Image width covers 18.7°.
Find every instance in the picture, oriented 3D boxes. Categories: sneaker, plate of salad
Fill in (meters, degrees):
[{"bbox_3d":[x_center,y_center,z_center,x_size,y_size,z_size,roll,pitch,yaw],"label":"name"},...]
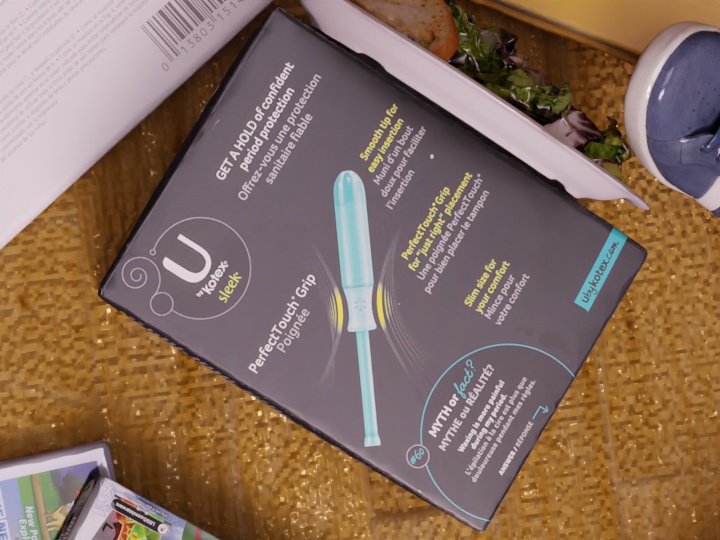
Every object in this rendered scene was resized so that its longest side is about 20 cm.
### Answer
[{"bbox_3d":[0.195,-0.044,1.001,0.200,0.084,0.075,37,85,-46],"label":"sneaker"},{"bbox_3d":[0.049,-0.090,0.970,0.200,0.200,0.048,32,93,-7],"label":"plate of salad"}]

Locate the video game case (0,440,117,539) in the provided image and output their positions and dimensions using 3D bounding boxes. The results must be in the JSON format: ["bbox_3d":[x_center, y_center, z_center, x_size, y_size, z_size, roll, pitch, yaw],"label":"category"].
[{"bbox_3d":[-0.188,0.196,1.028,0.181,0.022,0.201,-11,91,-8],"label":"video game case"}]

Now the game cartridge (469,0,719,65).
[{"bbox_3d":[0.129,-0.207,1.047,0.176,0.032,0.201,22,85,7],"label":"game cartridge"}]

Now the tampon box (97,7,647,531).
[{"bbox_3d":[0.000,0.000,1.001,0.199,0.126,0.150,33,86,-6],"label":"tampon box"}]

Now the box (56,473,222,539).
[{"bbox_3d":[-0.069,0.201,1.018,0.199,0.040,0.137,31,79,-14],"label":"box"}]

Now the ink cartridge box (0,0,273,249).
[{"bbox_3d":[-0.167,-0.130,1.017,0.200,0.045,0.176,-42,97,-6],"label":"ink cartridge box"}]
